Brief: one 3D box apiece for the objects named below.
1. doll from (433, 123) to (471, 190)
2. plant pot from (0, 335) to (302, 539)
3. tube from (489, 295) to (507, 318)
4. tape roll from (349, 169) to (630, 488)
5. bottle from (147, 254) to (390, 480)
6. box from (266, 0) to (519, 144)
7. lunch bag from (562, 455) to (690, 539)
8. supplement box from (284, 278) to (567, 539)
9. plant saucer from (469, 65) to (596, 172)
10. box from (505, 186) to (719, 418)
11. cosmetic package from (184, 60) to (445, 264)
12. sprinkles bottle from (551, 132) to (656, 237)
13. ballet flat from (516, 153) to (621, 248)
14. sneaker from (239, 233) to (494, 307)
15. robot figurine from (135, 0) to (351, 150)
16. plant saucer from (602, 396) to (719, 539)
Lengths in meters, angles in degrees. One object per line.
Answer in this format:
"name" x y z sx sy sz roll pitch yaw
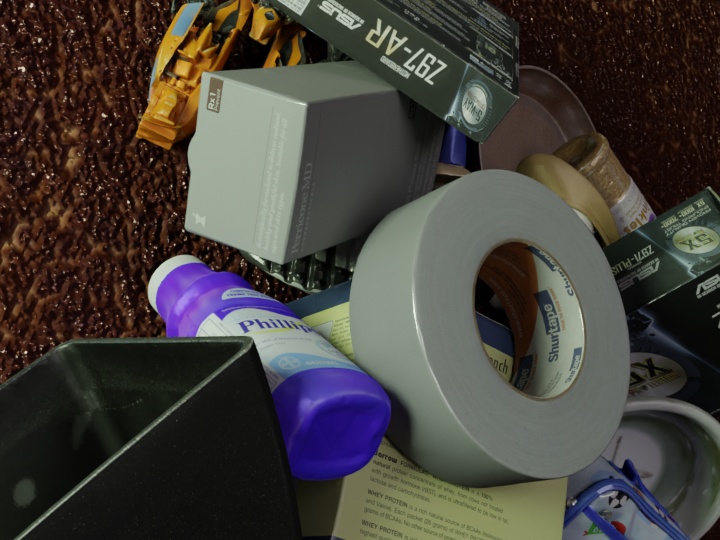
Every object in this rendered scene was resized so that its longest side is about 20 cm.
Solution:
"doll" 0.080 -0.171 0.864 0.048 0.136 0.201 2 78 2
"plant pot" -0.144 0.164 0.533 0.200 0.199 0.178 -39 113 -39
"tube" 0.200 0.059 0.932 0.200 0.050 0.078 34 65 -32
"tape roll" 0.089 0.038 0.653 0.200 0.066 0.201 15 66 -36
"bottle" -0.068 0.052 0.622 0.083 0.200 0.065 8 109 -42
"box" 0.021 -0.190 0.705 0.200 0.044 0.160 32 31 -11
"lunch bag" 0.185 0.235 0.792 0.160 0.076 0.200 -44 120 5
"supplement box" 0.033 0.136 0.710 0.200 0.134 0.200 27 61 -31
"plant saucer" 0.167 -0.092 0.944 0.200 0.034 0.201 11 73 -40
"box" 0.252 0.054 0.844 0.164 0.200 0.086 48 19 -34
"cosmetic package" -0.023 -0.082 0.679 0.200 0.090 0.107 -29 133 -58
"sprinkles bottle" 0.250 -0.035 0.941 0.200 0.068 0.068 49 52 -24
"ballet flat" 0.201 -0.016 0.886 0.200 0.069 0.063 49 42 -23
"sneaker" 0.000 0.000 0.771 0.199 0.091 0.067 11 75 -9
"robot figurine" -0.079 -0.165 0.741 0.145 0.058 0.201 26 69 -14
"plant saucer" 0.211 0.175 0.838 0.200 0.200 0.050 34 21 -26
